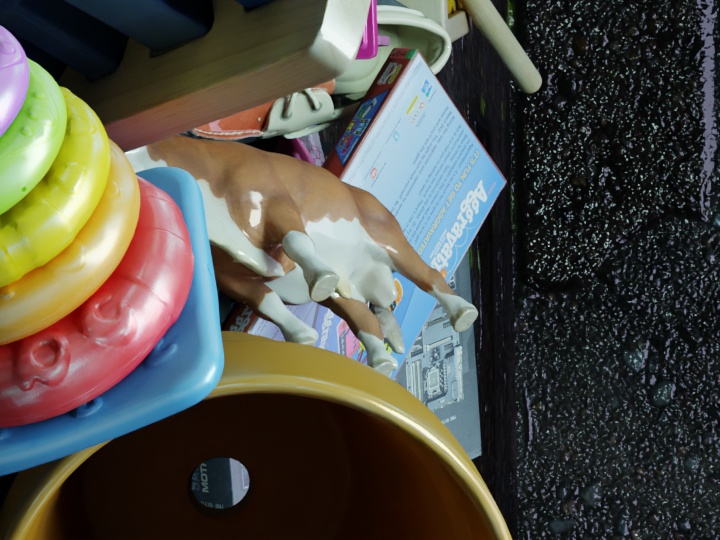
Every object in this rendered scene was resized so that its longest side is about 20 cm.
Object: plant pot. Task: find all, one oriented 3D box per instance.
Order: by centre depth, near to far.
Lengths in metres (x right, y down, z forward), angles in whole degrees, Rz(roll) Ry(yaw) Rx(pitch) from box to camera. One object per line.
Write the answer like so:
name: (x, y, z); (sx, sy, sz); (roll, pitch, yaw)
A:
plant pot: (-0.048, 0.109, 1.042); (0.183, 0.198, 0.202); (-114, -160, -72)

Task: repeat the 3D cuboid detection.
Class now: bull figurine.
bull figurine: (-0.037, -0.012, 1.170); (0.199, 0.122, 0.065); (8, 125, -53)

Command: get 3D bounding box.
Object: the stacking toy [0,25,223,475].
stacking toy: (-0.126, -0.038, 0.829); (0.117, 0.109, 0.201); (-101, 170, -46)

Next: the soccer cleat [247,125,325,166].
soccer cleat: (-0.044, -0.078, 1.413); (0.087, 0.069, 0.201); (-64, 152, -53)

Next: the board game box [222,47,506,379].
board game box: (0.000, 0.000, 1.302); (0.103, 0.019, 0.201); (52, 57, -38)

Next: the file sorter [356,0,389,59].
file sorter: (-0.058, -0.189, 1.127); (0.125, 0.138, 0.202); (-32, 121, -82)

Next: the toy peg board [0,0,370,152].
toy peg board: (-0.080, -0.153, 0.917); (0.098, 0.199, 0.201); (30, 61, -33)

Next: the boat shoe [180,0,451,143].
boat shoe: (-0.033, -0.098, 1.308); (0.199, 0.062, 0.072); (-18, 112, -52)

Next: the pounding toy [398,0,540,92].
pounding toy: (0.033, -0.204, 1.681); (0.184, 0.141, 0.202); (-45, 133, -78)

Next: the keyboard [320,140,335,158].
keyboard: (-0.012, -0.060, 1.624); (0.128, 0.021, 0.200); (-60, 173, 5)

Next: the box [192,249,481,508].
box: (-0.019, 0.043, 1.341); (0.199, 0.051, 0.159); (-19, 109, -47)
